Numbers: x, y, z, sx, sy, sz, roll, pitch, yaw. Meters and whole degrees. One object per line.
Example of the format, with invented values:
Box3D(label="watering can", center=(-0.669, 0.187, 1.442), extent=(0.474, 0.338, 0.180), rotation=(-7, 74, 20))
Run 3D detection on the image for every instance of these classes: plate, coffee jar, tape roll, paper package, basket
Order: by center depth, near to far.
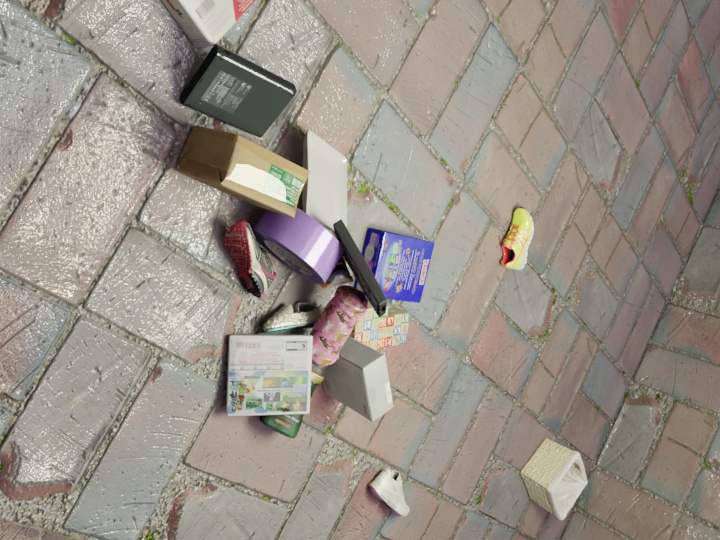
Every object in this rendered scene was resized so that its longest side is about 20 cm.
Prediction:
Box3D(label="paper package", center=(-0.235, -0.199, 1.373), extent=(0.198, 0.188, 0.106), rotation=(22, 89, -44))
Box3D(label="tape roll", center=(-0.138, -0.061, 1.497), extent=(0.086, 0.198, 0.200), rotation=(-56, 132, -13))
Box3D(label="plate", center=(-0.085, -0.192, 1.556), extent=(0.199, 0.032, 0.206), rotation=(22, 66, -63))
Box3D(label="coffee jar", center=(-0.161, 0.294, 1.654), extent=(0.102, 0.085, 0.204), rotation=(26, 83, -6))
Box3D(label="basket", center=(0.736, 0.791, 2.582), extent=(0.200, 0.159, 0.201), rotation=(-44, 128, -24))

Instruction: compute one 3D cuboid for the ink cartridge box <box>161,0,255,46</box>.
Box3D(label="ink cartridge box", center=(-0.308, -0.550, 1.269), extent=(0.146, 0.083, 0.201), rotation=(-51, 131, -17))

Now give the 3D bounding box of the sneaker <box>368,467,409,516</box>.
Box3D(label="sneaker", center=(0.106, 0.664, 2.029), extent=(0.100, 0.074, 0.201), rotation=(-50, 130, -16))

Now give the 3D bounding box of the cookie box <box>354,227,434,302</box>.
Box3D(label="cookie box", center=(0.092, -0.010, 1.807), extent=(0.197, 0.074, 0.176), rotation=(9, 97, -43))

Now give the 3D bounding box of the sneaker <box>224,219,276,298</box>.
Box3D(label="sneaker", center=(-0.241, -0.034, 1.496), extent=(0.075, 0.079, 0.203), rotation=(-50, 148, -32))

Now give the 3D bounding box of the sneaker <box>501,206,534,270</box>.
Box3D(label="sneaker", center=(0.488, -0.098, 2.141), extent=(0.088, 0.078, 0.206), rotation=(-5, 104, -33))

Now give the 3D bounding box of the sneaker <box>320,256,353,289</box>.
Box3D(label="sneaker", center=(-0.065, -0.007, 1.607), extent=(0.076, 0.200, 0.080), rotation=(-11, 100, -8))

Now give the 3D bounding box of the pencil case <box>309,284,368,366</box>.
Box3D(label="pencil case", center=(-0.057, 0.130, 1.605), extent=(0.085, 0.083, 0.202), rotation=(8, 124, -36))

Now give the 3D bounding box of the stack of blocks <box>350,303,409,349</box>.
Box3D(label="stack of blocks", center=(0.041, 0.145, 1.820), extent=(0.196, 0.058, 0.119), rotation=(-5, 106, -41))

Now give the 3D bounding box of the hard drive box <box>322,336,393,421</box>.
Box3D(label="hard drive box", center=(-0.018, 0.262, 1.707), extent=(0.076, 0.198, 0.160), rotation=(-26, 120, -32))

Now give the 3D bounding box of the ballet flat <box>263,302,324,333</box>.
Box3D(label="ballet flat", center=(-0.158, 0.112, 1.637), extent=(0.197, 0.071, 0.074), rotation=(-1, 105, -44))

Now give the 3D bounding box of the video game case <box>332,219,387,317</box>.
Box3D(label="video game case", center=(0.000, 0.000, 1.517), extent=(0.025, 0.181, 0.203), rotation=(-29, 79, -5))

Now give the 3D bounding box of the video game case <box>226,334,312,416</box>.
Box3D(label="video game case", center=(-0.211, 0.242, 1.577), extent=(0.194, 0.022, 0.188), rotation=(2, 94, -17))

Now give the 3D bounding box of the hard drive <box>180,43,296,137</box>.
Box3D(label="hard drive", center=(-0.244, -0.356, 1.372), extent=(0.197, 0.033, 0.139), rotation=(16, 131, -43))
